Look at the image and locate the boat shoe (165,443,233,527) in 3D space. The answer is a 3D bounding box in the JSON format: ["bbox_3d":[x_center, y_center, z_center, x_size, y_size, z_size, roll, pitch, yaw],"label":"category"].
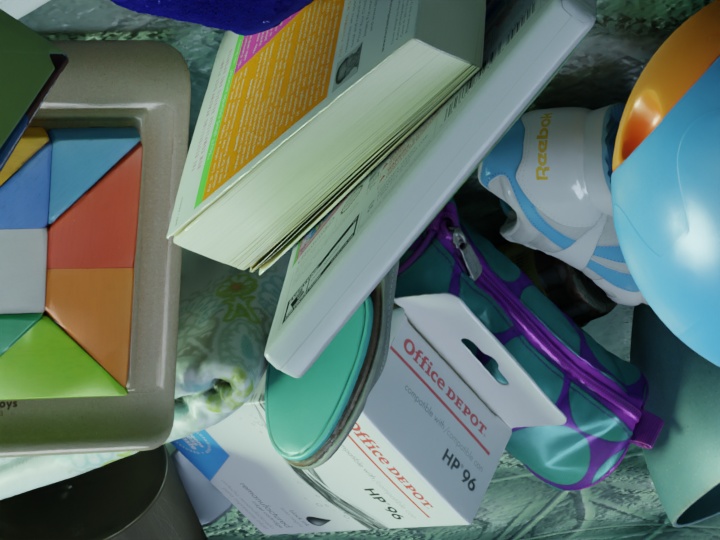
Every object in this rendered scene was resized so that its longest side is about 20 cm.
[{"bbox_3d":[-0.055,0.059,1.565,0.073,0.068,0.200,31,101,-27],"label":"boat shoe"}]

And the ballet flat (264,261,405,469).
[{"bbox_3d":[0.000,0.000,1.342,0.067,0.201,0.064,9,-177,39],"label":"ballet flat"}]

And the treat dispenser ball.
[{"bbox_3d":[0.220,-0.043,1.301,0.200,0.202,0.201,-8,157,-3],"label":"treat dispenser ball"}]

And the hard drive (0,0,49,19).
[{"bbox_3d":[-0.150,-0.154,1.122,0.200,0.025,0.132,-25,152,33],"label":"hard drive"}]

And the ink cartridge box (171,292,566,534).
[{"bbox_3d":[-0.004,0.079,1.439,0.200,0.068,0.116,-9,134,44],"label":"ink cartridge box"}]

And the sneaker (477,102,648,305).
[{"bbox_3d":[0.120,-0.037,1.456,0.080,0.077,0.200,-1,158,18],"label":"sneaker"}]

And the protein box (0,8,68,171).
[{"bbox_3d":[-0.258,-0.039,1.048,0.198,0.135,0.200,34,129,-7],"label":"protein box"}]

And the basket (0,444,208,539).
[{"bbox_3d":[-0.143,0.186,1.512,0.180,0.136,0.201,10,134,25],"label":"basket"}]

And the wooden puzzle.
[{"bbox_3d":[-0.173,-0.006,1.269,0.184,0.201,0.037,-2,-163,-16],"label":"wooden puzzle"}]

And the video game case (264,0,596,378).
[{"bbox_3d":[0.033,-0.067,1.150,0.022,0.182,0.200,35,113,-11],"label":"video game case"}]

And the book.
[{"bbox_3d":[-0.010,-0.101,1.165,0.048,0.134,0.200,22,147,-22],"label":"book"}]

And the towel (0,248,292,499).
[{"bbox_3d":[-0.119,0.044,1.433,0.199,0.171,0.048,-21,115,25],"label":"towel"}]

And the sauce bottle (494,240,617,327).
[{"bbox_3d":[0.054,0.029,1.583,0.199,0.065,0.065,-22,154,30],"label":"sauce bottle"}]

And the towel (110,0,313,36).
[{"bbox_3d":[-0.087,-0.144,1.073,0.199,0.050,0.148,9,150,-37],"label":"towel"}]

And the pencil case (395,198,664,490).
[{"bbox_3d":[0.072,0.035,1.476,0.200,0.085,0.092,41,148,-29],"label":"pencil case"}]

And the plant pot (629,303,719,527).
[{"bbox_3d":[0.234,0.039,1.554,0.200,0.135,0.200,-27,166,-7],"label":"plant pot"}]
